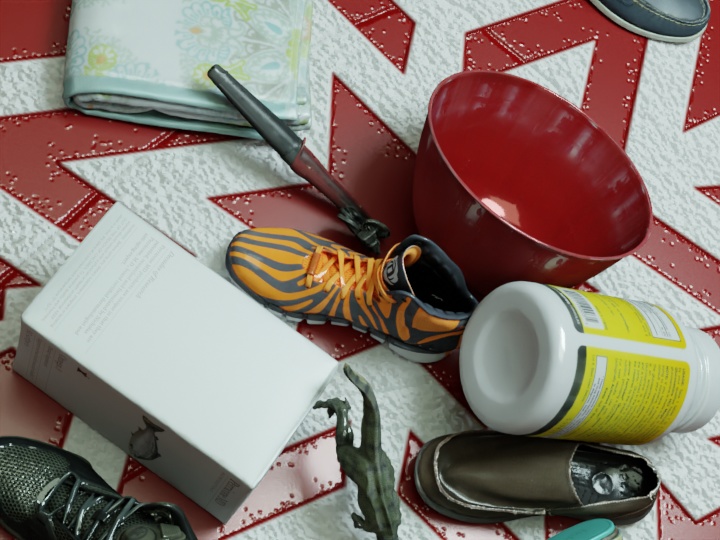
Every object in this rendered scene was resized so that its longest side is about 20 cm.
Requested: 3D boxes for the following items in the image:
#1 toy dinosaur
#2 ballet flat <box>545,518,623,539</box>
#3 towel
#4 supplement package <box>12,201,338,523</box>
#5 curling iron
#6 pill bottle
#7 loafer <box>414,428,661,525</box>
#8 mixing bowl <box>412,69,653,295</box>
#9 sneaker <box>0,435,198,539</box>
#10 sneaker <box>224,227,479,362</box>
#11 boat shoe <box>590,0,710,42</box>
[{"bbox_3d":[0.002,0.137,1.230,0.047,0.088,0.201,-15,116,-10],"label":"toy dinosaur"},{"bbox_3d":[0.110,0.245,1.247,0.200,0.072,0.072,-15,74,-17],"label":"ballet flat"},{"bbox_3d":[-0.133,-0.196,1.361,0.199,0.048,0.172,8,65,-13],"label":"towel"},{"bbox_3d":[-0.136,0.069,1.217,0.200,0.117,0.117,36,64,1],"label":"supplement package"},{"bbox_3d":[-0.044,-0.088,1.318,0.026,0.050,0.200,-44,103,-4],"label":"curling iron"},{"bbox_3d":[0.181,0.075,1.281,0.200,0.112,0.113,10,65,-38],"label":"pill bottle"},{"bbox_3d":[0.140,0.151,1.286,0.199,0.071,0.073,3,69,-14],"label":"loafer"},{"bbox_3d":[0.116,-0.049,1.320,0.200,0.108,0.200,20,39,-18],"label":"mixing bowl"},{"bbox_3d":[-0.181,0.172,1.167,0.199,0.114,0.076,39,63,4],"label":"sneaker"},{"bbox_3d":[0.000,0.000,1.283,0.199,0.112,0.078,18,65,-8],"label":"sneaker"},{"bbox_3d":[0.227,-0.275,1.481,0.200,0.062,0.075,37,62,0],"label":"boat shoe"}]
